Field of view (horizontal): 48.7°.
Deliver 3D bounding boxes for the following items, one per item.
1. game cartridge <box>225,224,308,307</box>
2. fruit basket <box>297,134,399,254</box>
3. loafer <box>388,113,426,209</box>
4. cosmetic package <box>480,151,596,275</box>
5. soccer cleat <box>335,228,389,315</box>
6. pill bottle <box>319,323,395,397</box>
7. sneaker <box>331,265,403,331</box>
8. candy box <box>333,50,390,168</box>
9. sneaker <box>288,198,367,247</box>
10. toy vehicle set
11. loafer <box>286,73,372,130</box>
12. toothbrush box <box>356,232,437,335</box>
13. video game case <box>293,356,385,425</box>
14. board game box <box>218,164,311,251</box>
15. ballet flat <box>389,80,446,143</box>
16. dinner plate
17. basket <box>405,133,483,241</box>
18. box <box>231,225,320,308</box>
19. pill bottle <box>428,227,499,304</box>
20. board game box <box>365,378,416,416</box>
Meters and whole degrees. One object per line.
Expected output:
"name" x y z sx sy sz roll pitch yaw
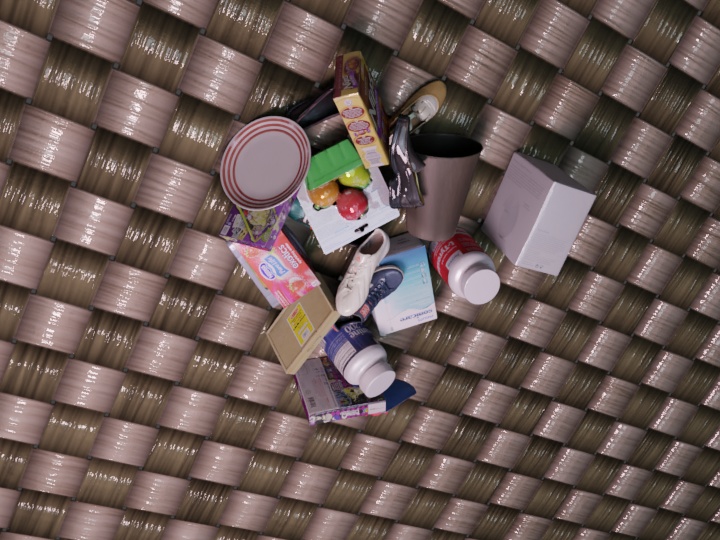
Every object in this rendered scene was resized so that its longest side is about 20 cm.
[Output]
"game cartridge" -0.189 -0.025 1.747 0.133 0.041 0.201 -35 121 -2
"fruit basket" -0.038 -0.164 1.666 0.184 0.094 0.202 -28 108 -6
"loafer" 0.098 -0.219 1.612 0.071 0.073 0.202 6 124 12
"cosmetic package" 0.393 -0.130 1.780 0.122 0.200 0.202 12 113 -22
"soccer cleat" 0.000 0.000 1.692 0.201 0.069 0.078 -61 159 -16
"pill bottle" -0.010 0.185 1.802 0.110 0.200 0.112 -28 147 -21
"sneaker" 0.014 0.068 1.737 0.199 0.085 0.075 -35 118 10
"candy box" 0.006 -0.310 1.555 0.056 0.118 0.201 -10 144 17
"sneaker" -0.068 -0.105 1.714 0.198 0.080 0.072 19 112 -25
"toy vehicle set" -0.128 0.117 1.765 0.026 0.125 0.201 12 125 -44
"loafer" -0.055 -0.337 1.610 0.199 0.063 0.072 -30 120 -1
"toothbrush box" 0.085 0.031 1.831 0.145 0.085 0.202 -17 119 -6
"video game case" -0.054 0.268 1.845 0.179 0.200 0.036 -9 121 -14
"board game box" -0.189 -0.141 1.583 0.032 0.119 0.202 47 62 -52
"ballet flat" 0.110 -0.317 1.673 0.200 0.063 0.069 -41 121 5
"dinner plate" -0.186 -0.210 1.577 0.200 0.201 0.024 -39 153 5
"basket" 0.167 -0.178 1.727 0.178 0.136 0.202 -8 123 -22
"box" -0.181 -0.033 1.668 0.099 0.096 0.201 -34 121 2
"pill bottle" 0.235 -0.009 1.792 0.111 0.200 0.114 -7 118 -14
"board game box" 0.037 0.311 1.890 0.199 0.157 0.039 -22 114 -47
